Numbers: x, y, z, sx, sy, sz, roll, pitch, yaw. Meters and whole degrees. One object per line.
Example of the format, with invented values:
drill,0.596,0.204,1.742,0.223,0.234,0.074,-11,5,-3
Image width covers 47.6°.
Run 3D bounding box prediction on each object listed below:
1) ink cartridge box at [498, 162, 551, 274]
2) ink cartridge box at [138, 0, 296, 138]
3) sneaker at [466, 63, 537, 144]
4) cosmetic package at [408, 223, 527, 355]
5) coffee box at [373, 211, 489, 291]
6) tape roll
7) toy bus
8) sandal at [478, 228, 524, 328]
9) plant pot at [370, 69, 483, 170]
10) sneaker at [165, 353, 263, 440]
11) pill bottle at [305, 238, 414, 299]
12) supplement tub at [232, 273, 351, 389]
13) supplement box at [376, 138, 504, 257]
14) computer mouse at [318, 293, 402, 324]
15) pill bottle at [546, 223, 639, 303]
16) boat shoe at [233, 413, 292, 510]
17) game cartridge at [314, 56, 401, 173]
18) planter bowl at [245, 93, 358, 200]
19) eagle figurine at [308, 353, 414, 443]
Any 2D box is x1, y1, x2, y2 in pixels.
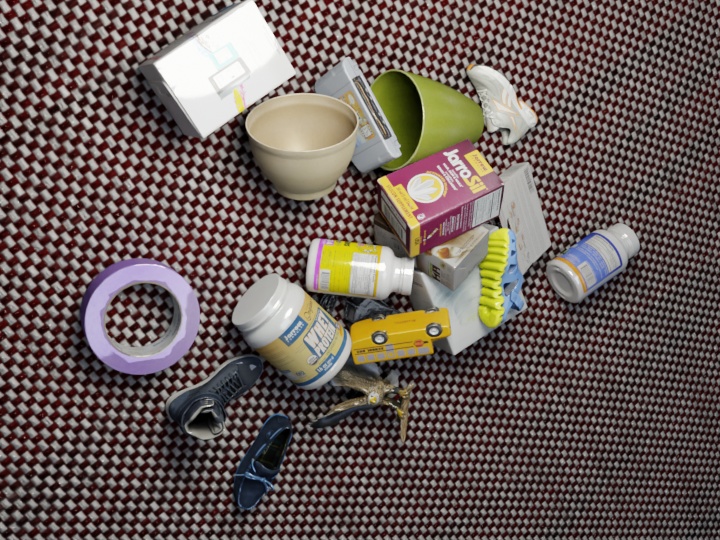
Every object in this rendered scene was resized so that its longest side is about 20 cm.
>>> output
ink cartridge box,0.329,-0.105,1.731,0.176,0.045,0.200,-38,116,-43
ink cartridge box,-0.248,-0.343,1.397,0.200,0.147,0.146,-38,114,-13
sneaker,0.279,-0.339,1.688,0.200,0.076,0.092,40,87,-25
cosmetic package,0.211,0.033,1.701,0.199,0.123,0.200,-31,113,-16
coffee box,0.136,-0.066,1.590,0.114,0.200,0.080,-46,152,-24
tape roll,-0.392,0.081,1.459,0.200,0.066,0.200,-5,101,-24
toy bus,0.080,0.129,1.610,0.200,0.065,0.078,-9,123,7
sandal,0.286,0.012,1.626,0.087,0.079,0.200,-7,110,-28
plant pot,0.136,-0.288,1.585,0.200,0.187,0.187,-6,103,-37
sneaker,-0.251,0.235,1.512,0.202,0.146,0.077,-32,110,-18
pill bottle,0.000,0.000,1.564,0.200,0.104,0.104,7,98,2
supplement tub,-0.129,0.115,1.544,0.200,0.145,0.145,44,80,-26
supplement box,0.147,-0.135,1.520,0.200,0.131,0.103,-26,150,-13
computer mouse,0.024,0.058,1.663,0.200,0.046,0.141,25,93,-15
pill bottle,0.528,-0.023,1.843,0.200,0.112,0.112,-33,112,-17
boat shoe,-0.195,0.380,1.608,0.084,0.069,0.200,18,92,-27
game cartridge,-0.009,-0.282,1.520,0.042,0.133,0.200,-34,98,-34
planter bowl,-0.104,-0.214,1.481,0.200,0.200,0.135,-18,135,-21
eagle figurine,0.004,0.252,1.657,0.200,0.151,0.152,8,59,-1
